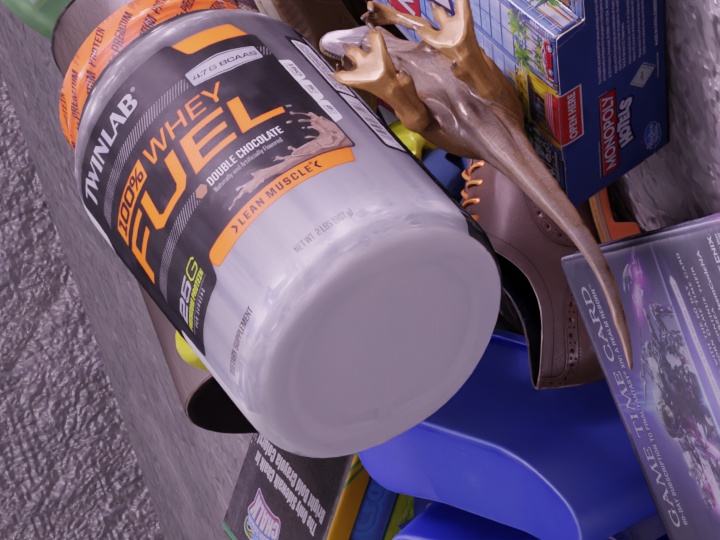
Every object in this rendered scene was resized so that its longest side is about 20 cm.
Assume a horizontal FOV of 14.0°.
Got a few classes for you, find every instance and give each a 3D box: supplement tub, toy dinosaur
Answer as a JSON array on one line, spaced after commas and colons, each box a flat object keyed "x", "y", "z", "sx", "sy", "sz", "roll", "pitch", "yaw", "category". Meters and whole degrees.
[{"x": -0.040, "y": -0.026, "z": 1.220, "sx": 0.200, "sy": 0.122, "sz": 0.123, "roll": 48, "pitch": 158, "yaw": 40, "category": "supplement tub"}, {"x": 0.048, "y": -0.060, "z": 1.164, "sx": 0.200, "sy": 0.060, "sz": 0.106, "roll": 49, "pitch": -174, "yaw": 38, "category": "toy dinosaur"}]

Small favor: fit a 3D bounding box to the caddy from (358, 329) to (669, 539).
[{"x": 0.093, "y": 0.107, "z": 1.396, "sx": 0.200, "sy": 0.105, "sz": 0.142, "roll": 16, "pitch": 129, "yaw": 49, "category": "caddy"}]

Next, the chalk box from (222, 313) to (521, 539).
[{"x": 0.014, "y": 0.123, "z": 1.560, "sx": 0.125, "sy": 0.123, "sz": 0.201, "roll": 48, "pitch": 124, "yaw": 59, "category": "chalk box"}]

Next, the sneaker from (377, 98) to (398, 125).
[{"x": -0.006, "y": -0.059, "z": 1.652, "sx": 0.200, "sy": 0.074, "sz": 0.081, "roll": 99, "pitch": 147, "yaw": -68, "category": "sneaker"}]

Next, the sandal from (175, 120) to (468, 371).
[{"x": 0.000, "y": 0.000, "z": 1.350, "sx": 0.087, "sy": 0.200, "sz": 0.079, "roll": 51, "pitch": 149, "yaw": -14, "category": "sandal"}]

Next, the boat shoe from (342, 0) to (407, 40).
[{"x": 0.015, "y": -0.179, "z": 1.339, "sx": 0.075, "sy": 0.074, "sz": 0.203, "roll": 45, "pitch": 155, "yaw": 48, "category": "boat shoe"}]

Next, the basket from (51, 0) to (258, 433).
[{"x": -0.058, "y": -0.032, "z": 1.455, "sx": 0.180, "sy": 0.135, "sz": 0.201, "roll": 31, "pitch": -142, "yaw": -61, "category": "basket"}]

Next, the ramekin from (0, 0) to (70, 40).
[{"x": -0.113, "y": -0.218, "z": 1.558, "sx": 0.201, "sy": 0.199, "sz": 0.098, "roll": 68, "pitch": 161, "yaw": 0, "category": "ramekin"}]

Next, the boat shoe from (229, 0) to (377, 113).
[{"x": -0.057, "y": -0.133, "z": 1.327, "sx": 0.072, "sy": 0.064, "sz": 0.200, "roll": -81, "pitch": -31, "yaw": -47, "category": "boat shoe"}]

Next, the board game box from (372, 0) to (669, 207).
[{"x": 0.037, "y": -0.158, "z": 1.188, "sx": 0.200, "sy": 0.062, "sz": 0.201, "roll": 42, "pitch": 156, "yaw": 34, "category": "board game box"}]

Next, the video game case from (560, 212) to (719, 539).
[{"x": 0.151, "y": 0.049, "z": 1.200, "sx": 0.144, "sy": 0.019, "sz": 0.200, "roll": 68, "pitch": 162, "yaw": -2, "category": "video game case"}]

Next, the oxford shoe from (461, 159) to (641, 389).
[{"x": 0.071, "y": -0.043, "z": 1.322, "sx": 0.071, "sy": 0.073, "sz": 0.201, "roll": 118, "pitch": 129, "yaw": -76, "category": "oxford shoe"}]
